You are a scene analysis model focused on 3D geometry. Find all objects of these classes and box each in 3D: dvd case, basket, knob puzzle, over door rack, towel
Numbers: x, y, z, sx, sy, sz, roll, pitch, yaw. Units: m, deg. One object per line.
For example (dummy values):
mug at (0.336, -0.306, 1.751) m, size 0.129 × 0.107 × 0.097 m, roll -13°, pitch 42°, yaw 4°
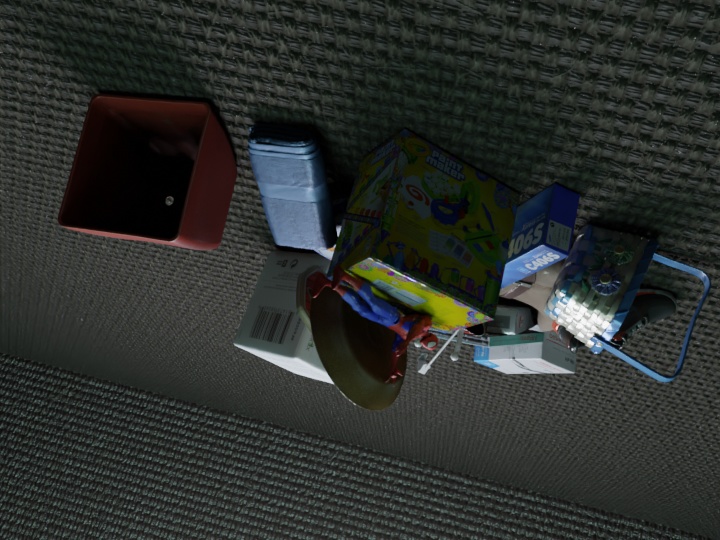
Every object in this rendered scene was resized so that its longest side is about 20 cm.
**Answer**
dvd case at (0.201, 0.108, 1.497) m, size 0.145 × 0.022 × 0.199 m, roll 0°, pitch -174°, yaw -40°
basket at (0.372, 0.041, 1.182) m, size 0.199 × 0.177 × 0.139 m, roll 26°, pitch 155°, yaw 5°
knob puzzle at (-0.026, 0.071, 1.211) m, size 0.030 × 0.220 × 0.219 m, roll -32°, pitch 138°, yaw 18°
over door rack at (0.087, 0.109, 1.403) m, size 0.147 × 0.067 × 0.200 m, roll 23°, pitch 142°, yaw -14°
towel at (-0.094, -0.119, 1.227) m, size 0.111 × 0.049 × 0.201 m, roll 10°, pitch 136°, yaw 21°

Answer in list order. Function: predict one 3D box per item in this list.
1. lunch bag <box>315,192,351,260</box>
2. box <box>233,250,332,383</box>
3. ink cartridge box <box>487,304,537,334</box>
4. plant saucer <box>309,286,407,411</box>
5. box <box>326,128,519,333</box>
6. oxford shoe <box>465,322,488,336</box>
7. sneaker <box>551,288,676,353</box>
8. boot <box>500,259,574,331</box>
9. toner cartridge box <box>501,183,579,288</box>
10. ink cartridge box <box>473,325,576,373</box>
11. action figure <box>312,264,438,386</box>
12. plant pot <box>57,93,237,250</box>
lunch bag at (0.003, -0.063, 1.331) m, size 0.160 × 0.076 × 0.199 m, roll 34°, pitch 153°, yaw -32°
box at (-0.084, 0.087, 1.548) m, size 0.171 × 0.201 × 0.198 m, roll 32°, pitch 163°, yaw -38°
ink cartridge box at (0.227, 0.074, 1.507) m, size 0.161 × 0.051 × 0.200 m, roll 5°, pitch -173°, yaw 25°
plant saucer at (0.009, 0.093, 1.178) m, size 0.035 × 0.201 × 0.200 m, roll -27°, pitch 137°, yaw 31°
box at (0.088, -0.048, 1.144) m, size 0.199 × 0.194 × 0.122 m, roll 26°, pitch 156°, yaw -22°
oxford shoe at (0.122, 0.019, 1.257) m, size 0.200 × 0.073 × 0.071 m, roll 39°, pitch 114°, yaw -15°
sneaker at (0.403, 0.090, 1.320) m, size 0.199 × 0.082 × 0.077 m, roll -13°, pitch 139°, yaw -2°
boot at (0.271, 0.031, 1.334) m, size 0.145 × 0.071 × 0.200 m, roll 4°, pitch 141°, yaw -15°
toner cartridge box at (0.228, -0.041, 1.195) m, size 0.043 × 0.096 × 0.200 m, roll 23°, pitch 157°, yaw -14°
ink cartridge box at (0.329, 0.151, 1.607) m, size 0.116 × 0.068 × 0.199 m, roll 22°, pitch 159°, yaw -39°
action figure at (0.025, 0.080, 1.108) m, size 0.199 × 0.100 × 0.065 m, roll 27°, pitch 151°, yaw -31°
plant pot at (-0.290, -0.125, 1.252) m, size 0.199 × 0.201 × 0.176 m, roll 8°, pitch 168°, yaw 19°
